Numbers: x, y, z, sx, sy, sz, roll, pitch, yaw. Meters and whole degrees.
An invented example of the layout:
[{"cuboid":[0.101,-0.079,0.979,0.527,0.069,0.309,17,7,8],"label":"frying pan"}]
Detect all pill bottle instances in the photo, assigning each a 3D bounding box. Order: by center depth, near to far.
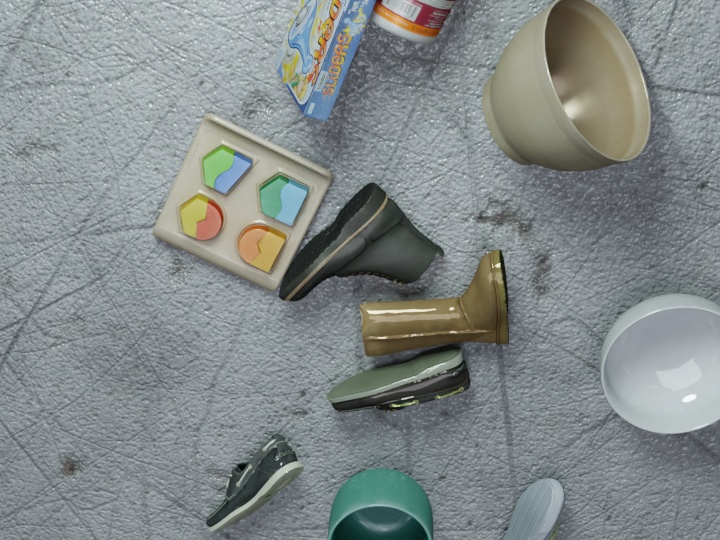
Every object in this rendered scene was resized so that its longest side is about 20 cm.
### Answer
[{"cuboid":[0.081,-0.370,1.368,0.109,0.110,0.201,25,116,-9],"label":"pill bottle"}]

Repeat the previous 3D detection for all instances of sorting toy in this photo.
[{"cuboid":[-0.156,-0.082,1.569,0.184,0.037,0.201,25,116,-9],"label":"sorting toy"}]

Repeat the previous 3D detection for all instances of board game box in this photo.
[{"cuboid":[-0.036,-0.295,1.399,0.034,0.136,0.201,9,119,-28],"label":"board game box"}]

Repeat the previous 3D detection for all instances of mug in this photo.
[{"cuboid":[0.018,0.373,1.746,0.184,0.115,0.152,-36,110,20],"label":"mug"}]

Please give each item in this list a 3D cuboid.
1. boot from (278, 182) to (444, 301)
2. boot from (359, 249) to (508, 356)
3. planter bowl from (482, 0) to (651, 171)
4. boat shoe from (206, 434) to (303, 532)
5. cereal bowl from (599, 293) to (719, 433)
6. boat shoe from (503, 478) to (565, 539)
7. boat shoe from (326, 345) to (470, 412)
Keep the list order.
[{"cuboid":[0.000,0.000,1.584,0.138,0.078,0.200,39,114,-20],"label":"boot"},{"cuboid":[0.096,0.050,1.586,0.197,0.067,0.176,-4,135,6],"label":"boot"},{"cuboid":[0.229,-0.203,1.415,0.134,0.201,0.201,-21,117,43],"label":"planter bowl"},{"cuboid":[-0.164,0.317,1.767,0.200,0.072,0.068,-45,70,29],"label":"boat shoe"},{"cuboid":[0.417,0.115,1.608,0.198,0.084,0.202,2,117,3],"label":"cereal bowl"},{"cuboid":[0.258,0.386,1.774,0.061,0.072,0.201,6,124,-27],"label":"boat shoe"},{"cuboid":[0.053,0.165,1.662,0.199,0.072,0.061,-18,111,9],"label":"boat shoe"}]
